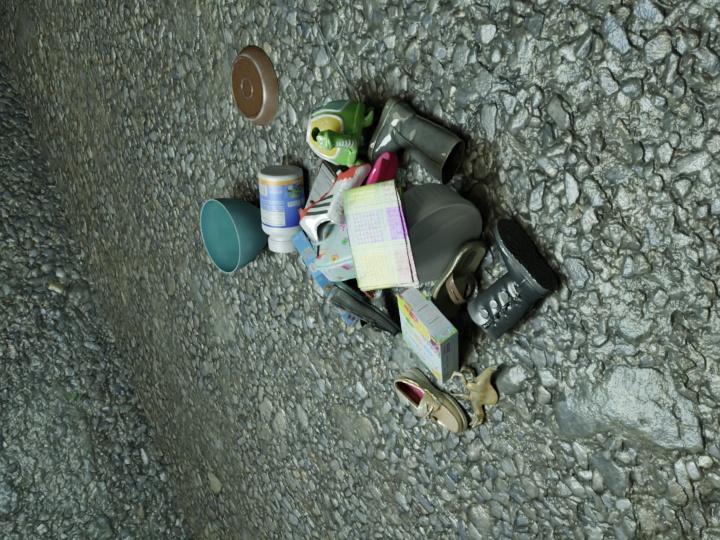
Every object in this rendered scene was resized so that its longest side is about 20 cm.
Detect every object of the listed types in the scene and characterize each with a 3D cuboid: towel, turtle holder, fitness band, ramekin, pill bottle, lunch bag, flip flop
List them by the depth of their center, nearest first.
[{"bbox_3d":[0.036,-0.059,1.510,0.143,0.023,0.202,-7,98,40],"label":"towel"},{"bbox_3d":[0.130,-0.079,1.586,0.094,0.201,0.203,56,143,36],"label":"ramekin"},{"bbox_3d":[0.027,-0.141,1.614,0.144,0.037,0.202,128,158,-63],"label":"fitness band"},{"bbox_3d":[0.201,0.026,1.628,0.058,0.081,0.201,58,138,37],"label":"flip flop"},{"bbox_3d":[-0.046,-0.279,1.712,0.142,0.130,0.187,102,178,-49],"label":"turtle holder"},{"bbox_3d":[-0.009,-0.071,1.731,0.199,0.077,0.162,-14,57,30],"label":"lunch bag"},{"bbox_3d":[-0.192,-0.152,2.035,0.112,0.111,0.202,23,123,45],"label":"pill bottle"}]

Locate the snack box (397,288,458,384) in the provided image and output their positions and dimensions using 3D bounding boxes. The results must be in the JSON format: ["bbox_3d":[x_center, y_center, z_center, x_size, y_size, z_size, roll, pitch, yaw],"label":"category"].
[{"bbox_3d":[0.143,0.135,1.709,0.142,0.053,0.201,50,166,28],"label":"snack box"}]

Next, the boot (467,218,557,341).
[{"bbox_3d":[0.266,0.021,1.561,0.166,0.065,0.200,60,147,18],"label":"boot"}]

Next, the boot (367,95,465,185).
[{"bbox_3d":[0.111,-0.235,1.649,0.200,0.072,0.183,41,137,25],"label":"boot"}]

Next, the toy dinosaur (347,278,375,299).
[{"bbox_3d":[0.000,0.000,1.843,0.199,0.102,0.136,24,154,51],"label":"toy dinosaur"}]

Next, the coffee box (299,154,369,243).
[{"bbox_3d":[-0.050,-0.162,1.843,0.080,0.112,0.201,51,139,25],"label":"coffee box"}]

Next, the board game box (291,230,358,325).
[{"bbox_3d":[-0.082,0.019,1.914,0.152,0.036,0.200,57,-179,43],"label":"board game box"}]

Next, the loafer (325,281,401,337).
[{"bbox_3d":[0.004,0.096,1.845,0.200,0.063,0.072,39,174,-22],"label":"loafer"}]

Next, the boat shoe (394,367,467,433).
[{"bbox_3d":[0.151,0.299,1.822,0.200,0.069,0.074,38,133,37],"label":"boat shoe"}]

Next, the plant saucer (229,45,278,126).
[{"bbox_3d":[-0.276,-0.463,2.072,0.200,0.034,0.202,28,127,44],"label":"plant saucer"}]

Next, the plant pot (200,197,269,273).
[{"bbox_3d":[-0.323,-0.107,2.204,0.199,0.134,0.202,27,126,44],"label":"plant pot"}]

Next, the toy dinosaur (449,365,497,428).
[{"bbox_3d":[0.243,0.238,1.703,0.101,0.058,0.201,29,136,24],"label":"toy dinosaur"}]

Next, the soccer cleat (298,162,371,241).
[{"bbox_3d":[-0.043,-0.142,1.698,0.200,0.068,0.086,-40,73,19],"label":"soccer cleat"}]

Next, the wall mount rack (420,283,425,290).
[{"bbox_3d":[0.098,-0.048,1.742,0.199,0.074,0.175,3,75,51],"label":"wall mount rack"}]
